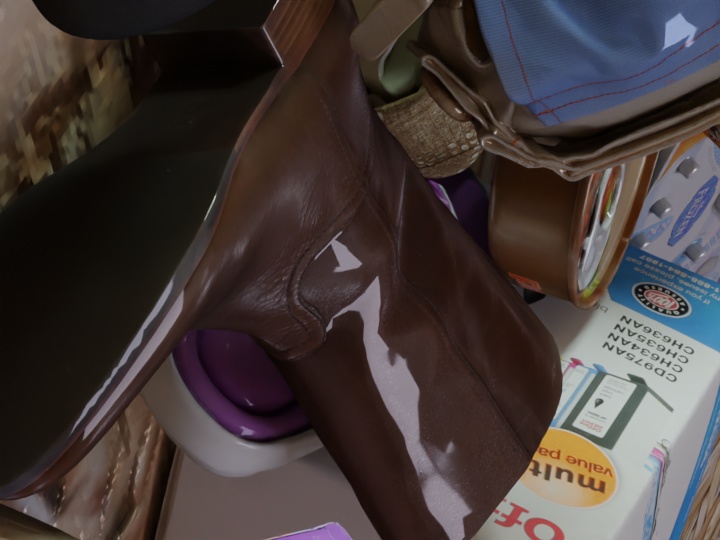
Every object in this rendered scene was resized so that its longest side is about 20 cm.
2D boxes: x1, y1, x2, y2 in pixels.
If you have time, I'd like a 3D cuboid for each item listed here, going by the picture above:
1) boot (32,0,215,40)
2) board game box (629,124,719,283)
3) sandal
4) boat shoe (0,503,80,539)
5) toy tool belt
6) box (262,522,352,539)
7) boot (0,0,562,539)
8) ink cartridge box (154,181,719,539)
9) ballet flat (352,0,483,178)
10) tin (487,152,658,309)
[{"bbox_3d":[-0.012,-0.147,0.476,0.200,0.072,0.145,-51,160,-21],"label":"boot"},{"bbox_3d":[0.176,-0.036,0.906,0.199,0.026,0.201,-24,152,-35],"label":"board game box"},{"bbox_3d":[0.005,0.006,0.708,0.050,0.083,0.203,-38,-178,37],"label":"sandal"},{"bbox_3d":[-0.087,0.102,0.581,0.065,0.071,0.200,-62,166,-12],"label":"boat shoe"},{"bbox_3d":[0.091,-0.110,0.585,0.199,0.125,0.123,-34,172,13],"label":"toy tool belt"},{"bbox_3d":[-0.084,0.153,0.551,0.136,0.039,0.201,-7,136,-42],"label":"box"},{"bbox_3d":[-0.016,0.035,0.597,0.187,0.064,0.201,-60,140,-29],"label":"boot"},{"bbox_3d":[0.032,0.085,0.807,0.200,0.146,0.146,-46,155,-52],"label":"ink cartridge box"},{"bbox_3d":[0.039,-0.125,0.689,0.065,0.070,0.202,6,104,-50],"label":"ballet flat"},{"bbox_3d":[0.089,-0.088,0.762,0.112,0.042,0.202,12,94,-70],"label":"tin"}]
